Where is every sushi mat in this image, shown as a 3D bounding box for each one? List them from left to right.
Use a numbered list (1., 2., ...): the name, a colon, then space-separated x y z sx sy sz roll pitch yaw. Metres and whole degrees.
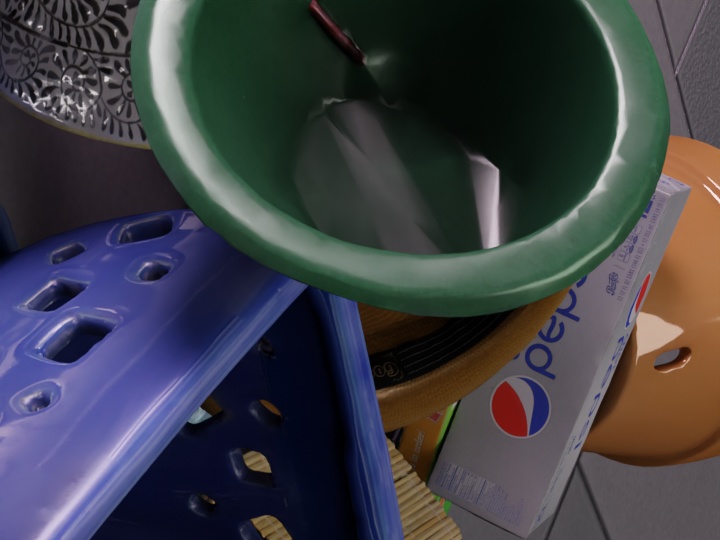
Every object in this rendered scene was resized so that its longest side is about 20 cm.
1. sushi mat: -0.007 0.116 0.972 0.012 0.096 0.200 -42 171 18

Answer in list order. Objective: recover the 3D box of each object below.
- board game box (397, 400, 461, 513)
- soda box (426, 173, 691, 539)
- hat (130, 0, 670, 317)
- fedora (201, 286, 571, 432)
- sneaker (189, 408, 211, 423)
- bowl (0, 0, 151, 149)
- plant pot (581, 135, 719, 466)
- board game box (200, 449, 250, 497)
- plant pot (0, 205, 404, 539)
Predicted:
1. board game box: 0.044 0.092 1.142 0.096 0.030 0.201 -51 158 -50
2. soda box: 0.105 0.036 1.087 0.201 0.063 0.068 -69 165 13
3. hat: 0.011 -0.021 0.720 0.176 0.199 0.166 112 -13 -60
4. fedora: 0.004 -0.016 0.868 0.200 0.082 0.201 -17 138 -17
5. sneaker: -0.054 0.033 0.930 0.074 0.082 0.201 50 55 -55
6. bowl: -0.057 -0.142 0.741 0.201 0.200 0.095 56 18 -54
7. plant pot: 0.144 0.026 1.203 0.140 0.199 0.201 -11 109 -48
8. board game box: -0.091 0.185 0.971 0.200 0.029 0.135 -61 147 -32
9. plant pot: -0.112 0.098 0.735 0.200 0.179 0.201 -52 142 -43
